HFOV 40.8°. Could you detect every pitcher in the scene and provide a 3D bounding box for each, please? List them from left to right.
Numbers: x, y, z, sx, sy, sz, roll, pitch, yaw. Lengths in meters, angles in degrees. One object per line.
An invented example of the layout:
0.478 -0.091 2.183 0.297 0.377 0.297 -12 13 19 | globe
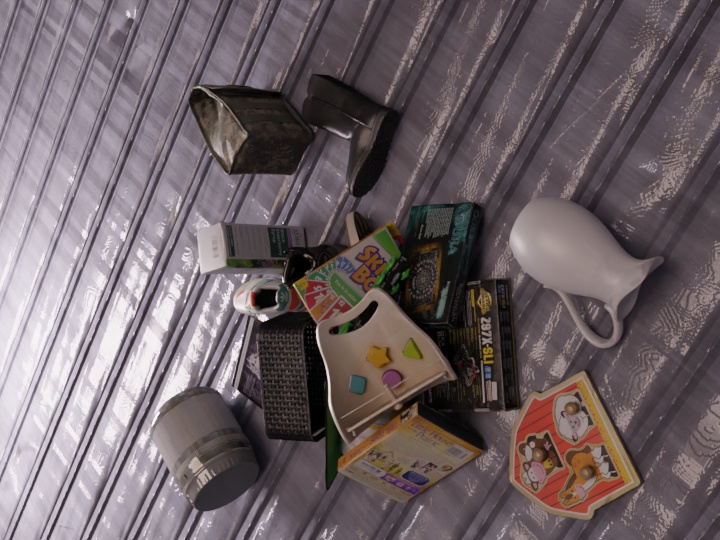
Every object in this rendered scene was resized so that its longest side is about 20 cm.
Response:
0.305 0.002 1.374 0.199 0.121 0.174 34 127 25 | pitcher

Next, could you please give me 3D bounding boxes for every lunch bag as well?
-0.212 -0.279 1.805 0.201 0.162 0.118 52 126 29 | lunch bag

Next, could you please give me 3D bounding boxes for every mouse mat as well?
-0.039 0.246 1.631 0.007 0.161 0.204 4 105 12 | mouse mat

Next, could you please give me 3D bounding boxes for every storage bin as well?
-0.100 0.179 1.655 0.092 0.135 0.204 -2 98 25 | storage bin

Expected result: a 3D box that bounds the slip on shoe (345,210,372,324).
0.000 0.000 1.667 0.060 0.076 0.203 -20 82 24 | slip on shoe

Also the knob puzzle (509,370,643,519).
0.291 0.272 1.426 0.217 0.030 0.224 -1 89 42 | knob puzzle

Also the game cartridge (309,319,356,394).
-0.073 0.142 1.757 0.200 0.038 0.131 -42 59 34 | game cartridge

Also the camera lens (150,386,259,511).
-0.304 0.340 1.877 0.201 0.159 0.161 51 121 30 | camera lens

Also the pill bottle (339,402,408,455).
0.026 0.212 1.613 0.111 0.111 0.203 23 104 40 | pill bottle

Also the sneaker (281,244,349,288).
-0.093 -0.008 1.690 0.199 0.112 0.078 175 92 -73 | sneaker

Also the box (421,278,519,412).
0.167 0.121 1.529 0.158 0.049 0.204 -9 82 40 | box

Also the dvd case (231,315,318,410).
-0.162 0.192 1.808 0.199 0.016 0.151 28 110 39 | dvd case

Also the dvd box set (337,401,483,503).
0.078 0.295 1.548 0.200 0.145 0.030 -42 31 34 | dvd box set

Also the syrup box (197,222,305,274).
-0.193 -0.038 1.758 0.081 0.198 0.080 -14 80 44 | syrup box

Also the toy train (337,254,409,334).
0.014 0.060 1.564 0.201 0.041 0.056 -56 11 6 | toy train

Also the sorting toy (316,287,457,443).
0.024 0.132 1.498 0.198 0.107 0.182 -31 89 9 | sorting toy

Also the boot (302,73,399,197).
-0.037 -0.242 1.710 0.199 0.065 0.167 32 101 35 | boot

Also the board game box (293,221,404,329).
-0.004 0.010 1.599 0.096 0.198 0.030 59 170 -10 | board game box

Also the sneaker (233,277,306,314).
-0.188 0.048 1.823 0.198 0.093 0.072 -2 87 42 | sneaker

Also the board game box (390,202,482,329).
0.116 -0.008 1.546 0.134 0.028 0.203 0 70 44 | board game box
